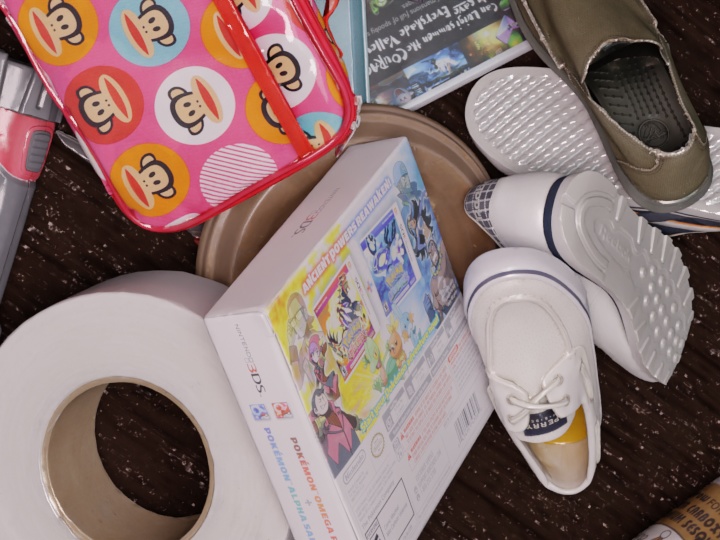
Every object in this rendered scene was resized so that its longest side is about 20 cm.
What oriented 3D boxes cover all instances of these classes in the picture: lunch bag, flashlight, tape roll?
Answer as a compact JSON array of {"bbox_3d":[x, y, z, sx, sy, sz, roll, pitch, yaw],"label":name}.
[{"bbox_3d":[-0.090,-0.138,1.086,0.176,0.082,0.201,-27,106,8],"label":"lunch bag"},{"bbox_3d":[-0.226,-0.028,1.137,0.068,0.068,0.201,17,95,-18],"label":"flashlight"},{"bbox_3d":[-0.121,0.104,1.120,0.201,0.071,0.204,3,102,16],"label":"tape roll"}]

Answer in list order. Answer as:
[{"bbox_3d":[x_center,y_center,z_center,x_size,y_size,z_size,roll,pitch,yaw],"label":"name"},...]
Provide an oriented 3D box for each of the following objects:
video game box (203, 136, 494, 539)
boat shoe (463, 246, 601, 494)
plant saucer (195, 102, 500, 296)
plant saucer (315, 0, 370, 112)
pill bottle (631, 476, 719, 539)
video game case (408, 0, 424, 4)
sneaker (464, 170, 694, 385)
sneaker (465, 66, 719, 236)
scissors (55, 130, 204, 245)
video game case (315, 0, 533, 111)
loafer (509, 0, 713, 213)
[{"bbox_3d":[0.002,0.051,1.091,0.047,0.200,0.183,-5,117,28],"label":"video game box"},{"bbox_3d":[0.106,0.066,1.160,0.070,0.070,0.200,-9,142,9],"label":"boat shoe"},{"bbox_3d":[0.000,0.000,1.184,0.199,0.029,0.201,-6,109,-18],"label":"plant saucer"},{"bbox_3d":[-0.033,-0.183,1.166,0.070,0.019,0.201,-4,96,-13],"label":"plant saucer"},{"bbox_3d":[0.238,0.191,1.232,0.200,0.114,0.115,-34,101,-8],"label":"pill bottle"},{"bbox_3d":[-0.053,-0.231,1.087,0.199,0.143,0.019,19,52,16],"label":"video game case"},{"bbox_3d":[0.140,0.002,1.204,0.200,0.080,0.077,49,52,-42],"label":"sneaker"},{"bbox_3d":[0.161,-0.067,1.219,0.199,0.079,0.079,19,83,10],"label":"sneaker"},{"bbox_3d":[-0.092,-0.033,1.192,0.073,0.014,0.200,-43,101,-4],"label":"scissors"},{"bbox_3d":[0.015,-0.191,1.198,0.199,0.023,0.183,-28,100,-10],"label":"video game case"},{"bbox_3d":[0.151,-0.132,1.159,0.075,0.070,0.201,-29,73,-7],"label":"loafer"}]
